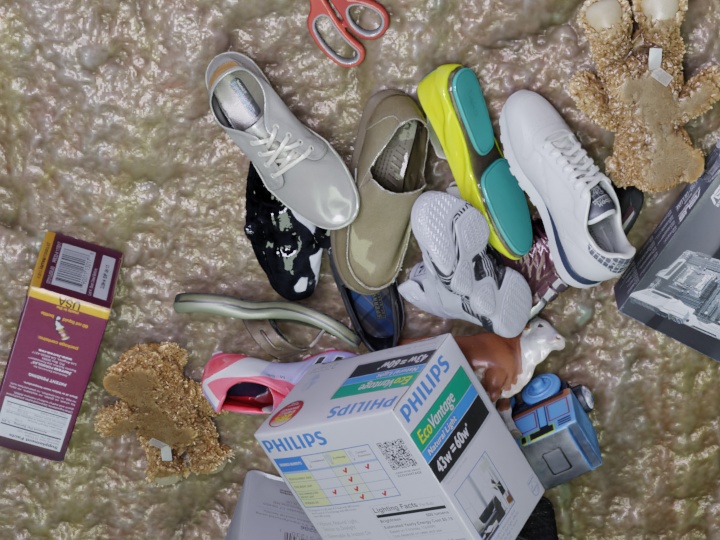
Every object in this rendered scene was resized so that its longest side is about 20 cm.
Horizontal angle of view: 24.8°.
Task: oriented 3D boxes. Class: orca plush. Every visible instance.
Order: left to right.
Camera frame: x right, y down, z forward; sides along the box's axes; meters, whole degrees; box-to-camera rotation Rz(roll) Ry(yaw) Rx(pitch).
[{"bbox_3d":[-0.081,-0.054,1.598,0.104,0.071,0.202,22,124,22],"label":"orca plush"}]

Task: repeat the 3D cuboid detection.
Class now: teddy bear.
[{"bbox_3d":[-0.208,0.152,1.755,0.144,0.067,0.200,-26,124,20],"label":"teddy bear"},{"bbox_3d":[0.268,-0.176,1.547,0.144,0.067,0.201,-30,111,7],"label":"teddy bear"}]

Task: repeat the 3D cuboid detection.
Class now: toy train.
[{"bbox_3d":[0.159,0.186,1.735,0.198,0.115,0.087,-26,117,15],"label":"toy train"}]

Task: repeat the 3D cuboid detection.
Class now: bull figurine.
[{"bbox_3d":[0.116,0.109,1.699,0.197,0.123,0.065,-5,145,11],"label":"bull figurine"}]

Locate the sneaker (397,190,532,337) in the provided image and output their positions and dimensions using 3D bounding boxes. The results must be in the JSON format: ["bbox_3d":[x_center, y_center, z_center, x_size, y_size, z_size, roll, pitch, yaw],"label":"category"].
[{"bbox_3d":[0.077,-0.008,1.573,0.114,0.076,0.200,11,153,41],"label":"sneaker"}]

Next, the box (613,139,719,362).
[{"bbox_3d":[0.374,-0.012,1.653,0.156,0.050,0.201,26,118,-14],"label":"box"}]

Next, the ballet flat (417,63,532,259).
[{"bbox_3d":[0.107,-0.103,1.585,0.067,0.067,0.202,-9,110,41],"label":"ballet flat"}]

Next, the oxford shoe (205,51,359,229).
[{"bbox_3d":[-0.076,-0.116,1.526,0.075,0.058,0.201,-36,101,11],"label":"oxford shoe"}]

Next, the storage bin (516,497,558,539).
[{"bbox_3d":[0.124,0.338,1.839,0.134,0.094,0.201,23,118,-13],"label":"storage bin"}]

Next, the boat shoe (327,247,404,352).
[{"bbox_3d":[0.000,0.000,1.653,0.069,0.067,0.202,-10,120,6],"label":"boat shoe"}]

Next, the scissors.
[{"bbox_3d":[-0.052,-0.273,1.522,0.073,0.014,0.200,-35,116,21],"label":"scissors"}]

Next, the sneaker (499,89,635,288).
[{"bbox_3d":[0.200,-0.086,1.550,0.076,0.080,0.202,-24,84,-24],"label":"sneaker"}]

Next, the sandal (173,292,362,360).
[{"bbox_3d":[-0.095,0.060,1.674,0.198,0.080,0.058,8,84,10],"label":"sandal"}]

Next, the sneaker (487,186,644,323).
[{"bbox_3d":[0.179,-0.039,1.628,0.115,0.076,0.200,41,110,-13],"label":"sneaker"}]

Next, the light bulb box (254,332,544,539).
[{"bbox_3d":[0.038,0.190,1.613,0.197,0.125,0.201,-15,115,42],"label":"light bulb box"}]

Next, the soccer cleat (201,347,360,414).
[{"bbox_3d":[-0.068,0.124,1.707,0.198,0.077,0.067,4,121,-18],"label":"soccer cleat"}]

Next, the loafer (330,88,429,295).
[{"bbox_3d":[0.020,-0.071,1.575,0.075,0.067,0.203,2,103,-22],"label":"loafer"}]

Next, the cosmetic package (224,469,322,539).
[{"bbox_3d":[-0.078,0.363,1.813,0.165,0.167,0.202,15,119,-8],"label":"cosmetic package"}]

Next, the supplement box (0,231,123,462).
[{"bbox_3d":[-0.313,0.079,1.677,0.085,0.111,0.202,17,120,-10],"label":"supplement box"}]
